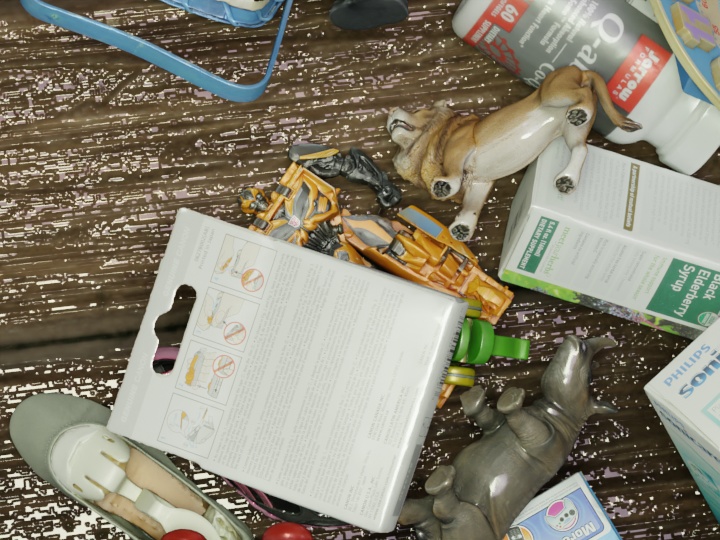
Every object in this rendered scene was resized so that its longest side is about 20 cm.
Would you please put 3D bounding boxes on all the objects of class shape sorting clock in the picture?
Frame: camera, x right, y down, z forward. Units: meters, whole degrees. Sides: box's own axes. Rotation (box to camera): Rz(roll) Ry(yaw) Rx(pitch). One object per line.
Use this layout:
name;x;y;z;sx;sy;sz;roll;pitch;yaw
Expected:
shape sorting clock;0.263;-0.167;1.535;0.200;0.039;0.201;24;47;-29

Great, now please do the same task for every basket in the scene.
basket;-0.117;-0.219;1.527;0.176;0.139;0.200;25;53;-4

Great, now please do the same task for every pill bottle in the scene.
pill bottle;0.174;-0.161;1.576;0.200;0.116;0.116;34;83;-4

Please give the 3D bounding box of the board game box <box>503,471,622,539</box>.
board game box;0.116;0.274;1.542;0.199;0.056;0.196;-28;75;-9

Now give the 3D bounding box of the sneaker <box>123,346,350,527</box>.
sneaker;-0.072;0.118;1.540;0.199;0.095;0.079;27;81;-5

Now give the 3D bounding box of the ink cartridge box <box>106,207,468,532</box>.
ink cartridge box;-0.048;0.065;1.481;0.199;0.050;0.162;18;89;15

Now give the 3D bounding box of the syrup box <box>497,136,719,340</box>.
syrup box;0.205;-0.017;1.575;0.199;0.079;0.082;18;47;-4

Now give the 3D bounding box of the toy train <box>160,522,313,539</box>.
toy train;-0.113;0.234;1.501;0.199;0.116;0.085;-5;56;7

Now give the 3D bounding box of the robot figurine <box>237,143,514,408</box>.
robot figurine;0.000;0.000;1.574;0.200;0.058;0.145;34;83;-4

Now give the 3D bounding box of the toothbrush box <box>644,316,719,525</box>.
toothbrush box;0.298;0.106;1.532;0.146;0.085;0.200;-41;133;-8

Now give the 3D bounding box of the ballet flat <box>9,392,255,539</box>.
ballet flat;-0.153;0.149;1.543;0.200;0.064;0.068;36;86;-3

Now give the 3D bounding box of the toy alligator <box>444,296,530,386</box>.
toy alligator;0.020;0.041;1.517;0.199;0.054;0.060;9;85;-7

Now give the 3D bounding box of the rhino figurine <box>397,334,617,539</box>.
rhino figurine;0.106;0.116;1.530;0.200;0.060;0.088;-45;124;-17

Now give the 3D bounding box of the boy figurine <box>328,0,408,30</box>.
boy figurine;0.007;-0.263;1.573;0.064;0.124;0.201;-5;56;18

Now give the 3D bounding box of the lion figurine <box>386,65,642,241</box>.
lion figurine;0.106;-0.094;1.532;0.199;0.123;0.073;-18;120;24
